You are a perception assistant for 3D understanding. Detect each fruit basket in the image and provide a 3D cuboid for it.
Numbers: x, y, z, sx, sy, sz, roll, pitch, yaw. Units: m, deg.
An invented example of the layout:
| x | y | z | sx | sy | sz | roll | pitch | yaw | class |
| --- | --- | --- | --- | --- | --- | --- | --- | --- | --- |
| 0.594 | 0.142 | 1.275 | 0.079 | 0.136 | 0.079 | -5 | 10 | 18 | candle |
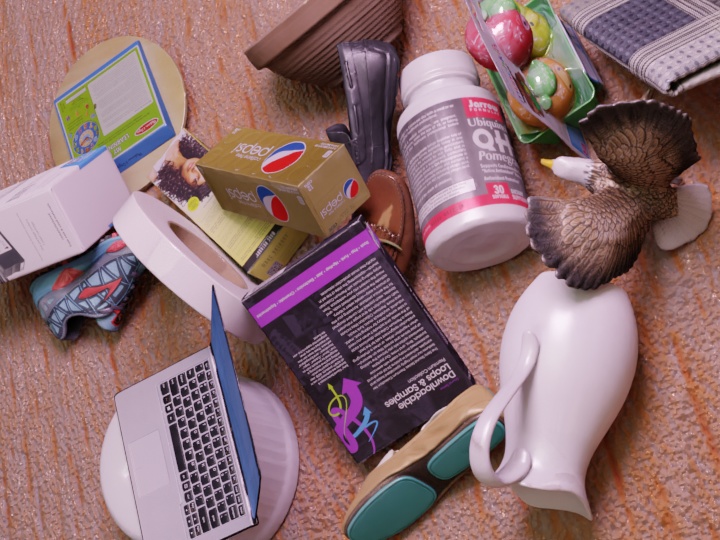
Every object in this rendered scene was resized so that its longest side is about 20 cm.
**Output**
| x | y | z | sx | sy | sz | roll | pitch | yaw | class |
| --- | --- | --- | --- | --- | --- | --- | --- | --- | --- |
| 0.154 | -0.208 | 1.171 | 0.093 | 0.200 | 0.187 | -29 | 61 | 17 | fruit basket |

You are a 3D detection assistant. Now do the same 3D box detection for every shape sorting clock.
| x | y | z | sx | sy | sz | roll | pitch | yaw | class |
| --- | --- | --- | --- | --- | --- | --- | --- | --- | --- |
| -0.292 | -0.183 | 1.492 | 0.198 | 0.039 | 0.203 | -7 | 74 | 26 | shape sorting clock |

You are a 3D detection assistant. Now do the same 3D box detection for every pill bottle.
| x | y | z | sx | sy | sz | roll | pitch | yaw | class |
| --- | --- | --- | --- | --- | --- | --- | --- | --- | --- |
| 0.097 | -0.111 | 1.220 | 0.110 | 0.111 | 0.202 | -22 | 65 | 20 | pill bottle |

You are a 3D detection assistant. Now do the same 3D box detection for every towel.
| x | y | z | sx | sy | sz | roll | pitch | yaw | class |
| --- | --- | --- | --- | --- | --- | --- | --- | --- | --- |
| 0.310 | -0.238 | 1.136 | 0.198 | 0.035 | 0.193 | -27 | 38 | -8 | towel |

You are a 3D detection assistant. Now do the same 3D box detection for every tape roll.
| x | y | z | sx | sy | sz | roll | pitch | yaw | class |
| --- | --- | --- | --- | --- | --- | --- | --- | --- | --- |
| -0.166 | -0.003 | 1.272 | 0.037 | 0.203 | 0.203 | -48 | 58 | 4 | tape roll |

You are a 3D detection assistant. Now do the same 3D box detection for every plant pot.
| x | y | z | sx | sy | sz | roll | pitch | yaw | class |
| --- | --- | --- | --- | --- | --- | --- | --- | --- | --- |
| -0.021 | -0.260 | 1.319 | 0.200 | 0.201 | 0.093 | -37 | 100 | 12 | plant pot |

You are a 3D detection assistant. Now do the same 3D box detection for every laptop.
| x | y | z | sx | sy | sz | roll | pitch | yaw | class |
| --- | --- | --- | --- | --- | --- | --- | --- | --- | --- |
| -0.166 | 0.151 | 1.154 | 0.198 | 0.116 | 0.189 | -27 | 62 | 18 | laptop |

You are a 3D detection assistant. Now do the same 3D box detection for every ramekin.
| x | y | z | sx | sy | sz | roll | pitch | yaw | class |
| --- | --- | --- | --- | --- | --- | --- | --- | --- | --- |
| -0.171 | 0.196 | 1.267 | 0.198 | 0.098 | 0.203 | -9 | 69 | 25 | ramekin |

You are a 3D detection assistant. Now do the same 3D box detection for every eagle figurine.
| x | y | z | sx | sy | sz | roll | pitch | yaw | class |
| --- | --- | --- | --- | --- | --- | --- | --- | --- | --- |
| 0.225 | -0.074 | 1.082 | 0.149 | 0.200 | 0.153 | -15 | 97 | 16 | eagle figurine |

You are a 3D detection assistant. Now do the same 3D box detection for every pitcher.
| x | y | z | sx | sy | sz | roll | pitch | yaw | class |
| --- | --- | --- | --- | --- | --- | --- | --- | --- | --- |
| 0.163 | 0.101 | 1.079 | 0.120 | 0.171 | 0.202 | 6 | 77 | 38 | pitcher |

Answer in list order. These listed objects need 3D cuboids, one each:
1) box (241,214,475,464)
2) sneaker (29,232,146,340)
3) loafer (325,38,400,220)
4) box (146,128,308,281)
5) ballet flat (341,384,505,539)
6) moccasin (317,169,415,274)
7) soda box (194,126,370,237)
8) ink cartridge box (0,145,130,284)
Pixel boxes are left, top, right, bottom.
| x | y | z | sx | sy | sz | roll | pitch | yaw | class |
| --- | --- | --- | --- | --- | --- | --- | --- | --- | --- |
| 0.000 | 0.068 | 1.191 | 0.142 | 0.036 | 0.201 | -33 | 98 | 14 | box |
| -0.280 | 0.019 | 1.411 | 0.199 | 0.079 | 0.096 | -26 | 80 | 23 | sneaker |
| -0.002 | -0.135 | 1.270 | 0.069 | 0.068 | 0.203 | 3 | 105 | -5 | loafer |
| -0.150 | -0.073 | 1.375 | 0.200 | 0.050 | 0.076 | 39 | 93 | 31 | box |
| 0.060 | 0.184 | 1.176 | 0.200 | 0.069 | 0.063 | -40 | 33 | 15 | ballet flat |
| -0.001 | -0.001 | 1.227 | 0.073 | 0.077 | 0.203 | 28 | 103 | 29 | moccasin |
| -0.082 | -0.092 | 1.243 | 0.068 | 0.064 | 0.199 | -44 | 32 | -22 | soda box |
| -0.382 | -0.053 | 1.426 | 0.198 | 0.145 | 0.085 | -19 | 108 | 23 | ink cartridge box |
